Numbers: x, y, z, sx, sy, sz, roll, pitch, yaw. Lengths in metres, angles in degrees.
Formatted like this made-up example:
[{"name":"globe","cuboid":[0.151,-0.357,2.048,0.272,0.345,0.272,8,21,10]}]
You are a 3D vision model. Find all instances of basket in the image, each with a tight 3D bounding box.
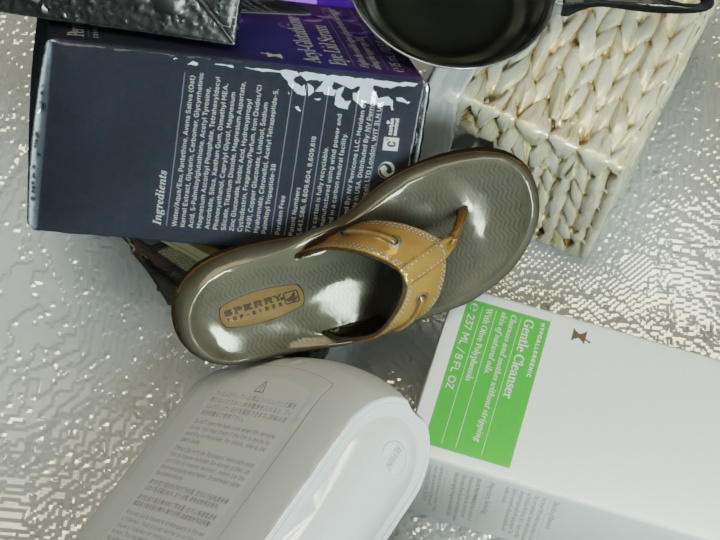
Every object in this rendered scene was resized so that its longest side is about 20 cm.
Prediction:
[{"name":"basket","cuboid":[0.124,-0.123,0.954,0.123,0.136,0.200,27,67,8]}]

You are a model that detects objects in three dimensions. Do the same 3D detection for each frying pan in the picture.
[{"name":"frying pan","cuboid":[0.082,-0.163,0.877,0.190,0.031,0.115,-15,69,-15]}]

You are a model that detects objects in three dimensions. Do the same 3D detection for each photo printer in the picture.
[{"name":"photo printer","cuboid":[-0.064,0.129,0.815,0.166,0.069,0.200,2,50,52]}]

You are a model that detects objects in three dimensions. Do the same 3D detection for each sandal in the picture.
[{"name":"sandal","cuboid":[0.000,0.000,0.828,0.200,0.055,0.082,-17,108,-4]}]

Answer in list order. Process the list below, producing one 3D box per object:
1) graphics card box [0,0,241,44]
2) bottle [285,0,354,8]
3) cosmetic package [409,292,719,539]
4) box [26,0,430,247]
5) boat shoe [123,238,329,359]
[{"name":"graphics card box","cuboid":[-0.124,-0.177,0.889,0.125,0.051,0.200,8,22,-6]},{"name":"bottle","cuboid":[-0.028,-0.228,1.039,0.083,0.065,0.200,10,63,-1]},{"name":"cosmetic package","cuboid":[0.130,0.095,0.870,0.200,0.085,0.108,14,61,7]},{"name":"box","cuboid":[-0.080,-0.086,0.890,0.200,0.105,0.148,5,22,-14]},{"name":"boat shoe","cuboid":[-0.094,-0.007,0.926,0.200,0.065,0.073,30,31,32]}]
